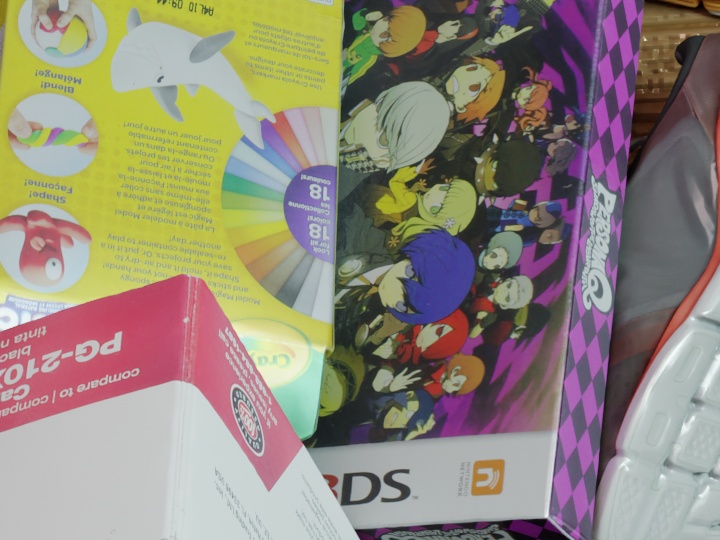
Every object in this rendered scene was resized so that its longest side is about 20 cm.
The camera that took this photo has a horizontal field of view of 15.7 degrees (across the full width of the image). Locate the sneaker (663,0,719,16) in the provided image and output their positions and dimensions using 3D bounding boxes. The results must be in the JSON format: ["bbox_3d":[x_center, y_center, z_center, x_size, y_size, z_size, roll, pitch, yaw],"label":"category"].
[{"bbox_3d":[0.112,-0.137,0.918,0.199,0.077,0.079,-7,62,8],"label":"sneaker"}]

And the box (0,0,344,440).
[{"bbox_3d":[-0.065,-0.040,0.841,0.117,0.048,0.201,11,59,-16],"label":"box"}]

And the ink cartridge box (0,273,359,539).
[{"bbox_3d":[-0.056,0.126,0.719,0.084,0.145,0.201,-17,40,15],"label":"ink cartridge box"}]

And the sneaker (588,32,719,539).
[{"bbox_3d":[0.108,0.010,0.865,0.082,0.077,0.201,6,69,50],"label":"sneaker"}]

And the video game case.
[{"bbox_3d":[0.000,0.000,0.873,0.180,0.036,0.201,-6,62,30],"label":"video game case"}]
